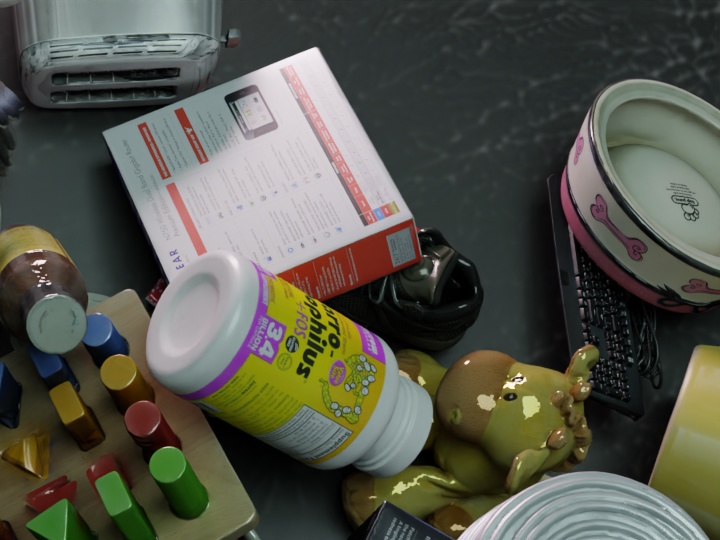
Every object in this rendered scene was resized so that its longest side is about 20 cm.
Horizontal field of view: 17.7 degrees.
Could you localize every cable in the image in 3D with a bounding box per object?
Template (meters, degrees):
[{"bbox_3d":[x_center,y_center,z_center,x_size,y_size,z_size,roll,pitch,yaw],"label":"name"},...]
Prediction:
[{"bbox_3d":[0.148,0.229,1.483,0.199,0.069,0.201,0,67,-20],"label":"cable"}]

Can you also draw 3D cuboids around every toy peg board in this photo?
[{"bbox_3d":[-0.205,0.125,1.571,0.199,0.098,0.200,-29,67,-5],"label":"toy peg board"}]

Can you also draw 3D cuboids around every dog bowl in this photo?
[{"bbox_3d":[0.245,-0.052,1.816,0.199,0.074,0.201,22,42,-21],"label":"dog bowl"}]

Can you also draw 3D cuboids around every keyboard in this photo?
[{"bbox_3d":[0.199,0.017,1.798,0.104,0.040,0.201,24,49,-39],"label":"keyboard"}]

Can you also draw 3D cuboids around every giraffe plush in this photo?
[{"bbox_3d":[0.096,0.121,1.681,0.199,0.162,0.173,7,66,-13],"label":"giraffe plush"}]

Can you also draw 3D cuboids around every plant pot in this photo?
[{"bbox_3d":[0.321,0.146,1.736,0.188,0.201,0.201,19,63,9],"label":"plant pot"}]

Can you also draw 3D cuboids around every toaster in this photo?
[{"bbox_3d":[-0.192,-0.200,1.751,0.199,0.114,0.130,-3,71,-11],"label":"toaster"}]

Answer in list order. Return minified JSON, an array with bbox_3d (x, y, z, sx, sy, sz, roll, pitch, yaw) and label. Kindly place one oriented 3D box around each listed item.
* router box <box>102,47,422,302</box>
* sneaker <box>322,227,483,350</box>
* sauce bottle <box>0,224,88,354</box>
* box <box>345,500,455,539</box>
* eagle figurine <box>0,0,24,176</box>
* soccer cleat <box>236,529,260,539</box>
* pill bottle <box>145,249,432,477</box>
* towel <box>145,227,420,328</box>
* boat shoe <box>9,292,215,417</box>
[{"bbox_3d":[-0.075,-0.056,1.697,0.179,0.049,0.200,-22,50,-7],"label":"router box"},{"bbox_3d":[0.000,0.000,1.709,0.198,0.114,0.077,16,66,-10],"label":"sneaker"},{"bbox_3d":[-0.220,0.014,1.573,0.064,0.200,0.065,-2,101,-13],"label":"sauce bottle"},{"bbox_3d":[0.051,0.278,1.584,0.198,0.200,0.124,30,63,-4],"label":"box"},{"bbox_3d":[-0.305,-0.178,1.663,0.151,0.150,0.201,11,73,-52],"label":"eagle figurine"},{"bbox_3d":[-0.136,0.155,1.639,0.200,0.086,0.070,42,63,3],"label":"soccer cleat"},{"bbox_3d":[-0.044,0.072,1.598,0.200,0.104,0.105,31,59,-34],"label":"pill bottle"},{"bbox_3d":[-0.052,0.000,1.765,0.145,0.022,0.200,41,65,0],"label":"towel"},{"bbox_3d":[-0.156,0.068,1.683,0.199,0.060,0.076,15,70,5],"label":"boat shoe"}]
